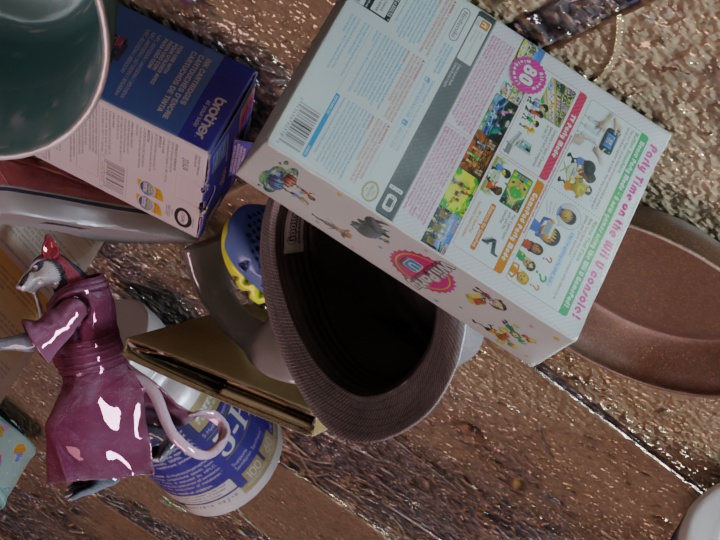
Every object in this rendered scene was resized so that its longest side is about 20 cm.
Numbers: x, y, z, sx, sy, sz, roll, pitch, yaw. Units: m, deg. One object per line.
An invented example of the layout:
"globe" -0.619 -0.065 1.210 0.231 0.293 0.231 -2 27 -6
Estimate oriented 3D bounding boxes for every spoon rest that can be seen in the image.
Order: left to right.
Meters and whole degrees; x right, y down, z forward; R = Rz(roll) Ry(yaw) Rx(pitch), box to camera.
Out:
"spoon rest" -0.059 0.038 1.386 0.200 0.099 0.061 33 133 44

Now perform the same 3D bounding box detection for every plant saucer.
"plant saucer" 0.179 0.012 1.184 0.200 0.037 0.201 23 155 11

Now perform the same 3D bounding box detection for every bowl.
"bowl" -0.222 -0.178 1.109 0.200 0.105 0.201 10 129 13

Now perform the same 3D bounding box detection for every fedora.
"fedora" 0.022 0.004 1.196 0.177 0.090 0.200 -40 67 40

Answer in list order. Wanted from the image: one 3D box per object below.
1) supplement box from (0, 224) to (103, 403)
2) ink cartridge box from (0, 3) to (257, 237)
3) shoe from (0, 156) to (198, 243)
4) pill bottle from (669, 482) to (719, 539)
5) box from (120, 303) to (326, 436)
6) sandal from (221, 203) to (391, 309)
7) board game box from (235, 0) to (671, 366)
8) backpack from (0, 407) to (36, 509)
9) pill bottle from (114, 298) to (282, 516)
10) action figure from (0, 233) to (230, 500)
"supplement box" -0.299 0.003 1.471 0.073 0.200 0.126 12 151 36
"ink cartridge box" -0.147 -0.104 1.253 0.200 0.076 0.137 28 157 3
"shoe" -0.199 -0.073 1.382 0.200 0.091 0.071 9 170 -43
"pill bottle" 0.281 0.242 1.435 0.111 0.111 0.200 24 155 10
"box" -0.064 0.071 1.430 0.163 0.021 0.200 20 -166 20
"sandal" 0.000 0.000 1.298 0.199 0.080 0.087 21 143 -18
"board game box" 0.054 -0.063 1.034 0.200 0.148 0.064 32 154 -8
"backpack" -0.478 0.200 2.115 0.175 0.154 0.200 -7 145 45
"pill bottle" -0.168 0.119 1.658 0.119 0.120 0.200 6 148 41
"action figure" -0.202 0.067 1.408 0.148 0.134 0.201 -8 104 18
